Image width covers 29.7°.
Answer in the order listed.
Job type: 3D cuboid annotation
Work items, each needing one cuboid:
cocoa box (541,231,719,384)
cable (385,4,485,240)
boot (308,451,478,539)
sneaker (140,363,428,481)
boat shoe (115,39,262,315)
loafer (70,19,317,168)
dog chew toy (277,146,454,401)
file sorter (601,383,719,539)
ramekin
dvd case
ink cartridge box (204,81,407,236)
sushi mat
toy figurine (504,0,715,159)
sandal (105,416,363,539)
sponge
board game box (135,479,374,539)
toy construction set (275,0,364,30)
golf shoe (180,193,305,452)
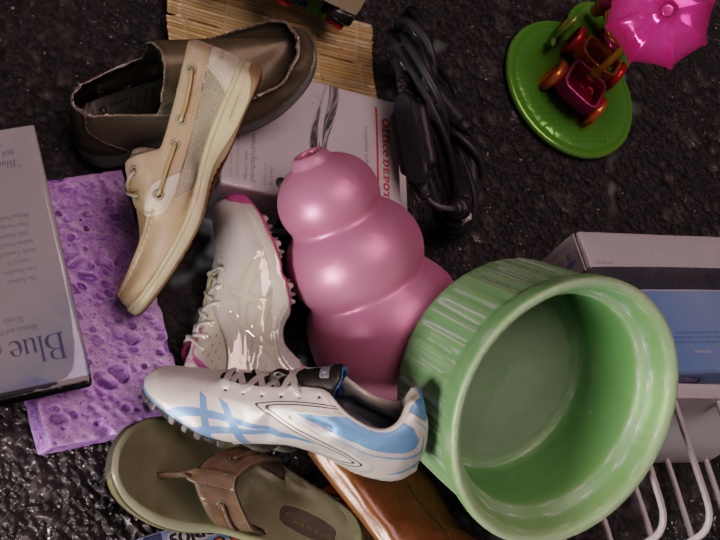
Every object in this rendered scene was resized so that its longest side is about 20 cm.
[{"bbox_3d":[0.243,0.055,1.164,0.200,0.133,0.131,1,62,-31],"label":"cocoa box"},{"bbox_3d":[0.069,-0.129,1.156,0.163,0.051,0.200,17,59,-67],"label":"cable"},{"bbox_3d":[0.060,0.192,1.037,0.200,0.068,0.188,53,32,13],"label":"boot"},{"bbox_3d":[-0.051,0.090,0.937,0.200,0.073,0.072,12,17,3],"label":"sneaker"},{"bbox_3d":[-0.137,-0.066,0.976,0.065,0.072,0.200,24,92,-10],"label":"boat shoe"},{"bbox_3d":[-0.128,-0.137,1.020,0.200,0.070,0.075,-23,64,1],"label":"loafer"},{"bbox_3d":[0.000,0.000,1.033,0.125,0.125,0.200,-40,114,-36],"label":"dog chew toy"},{"bbox_3d":[0.269,0.177,1.118,0.200,0.139,0.125,4,58,-28],"label":"file sorter"},{"bbox_3d":[0.124,0.087,0.991,0.200,0.098,0.200,-10,111,-28],"label":"ramekin"},{"bbox_3d":[-0.277,0.000,0.942,0.143,0.018,0.200,-12,75,-16],"label":"dvd case"},{"bbox_3d":[-0.034,-0.089,1.115,0.200,0.067,0.116,11,63,-26],"label":"ink cartridge box"},{"bbox_3d":[-0.075,-0.196,1.171,0.200,0.012,0.096,11,64,-26],"label":"sushi mat"},{"bbox_3d":[0.257,-0.225,1.271,0.150,0.184,0.200,41,54,-9],"label":"toy figurine"},{"bbox_3d":[-0.079,0.152,0.946,0.201,0.057,0.080,24,59,-19],"label":"sandal"},{"bbox_3d":[-0.203,0.026,0.990,0.112,0.030,0.200,-9,74,-33],"label":"sponge"},{"bbox_3d":[-0.055,0.232,0.982,0.200,0.034,0.135,-13,75,-33],"label":"board game box"},{"bbox_3d":[-0.061,-0.272,1.168,0.200,0.092,0.131,-4,33,-38],"label":"toy construction set"},{"bbox_3d":[-0.095,0.042,1.013,0.091,0.075,0.200,-9,81,-22],"label":"golf shoe"}]
